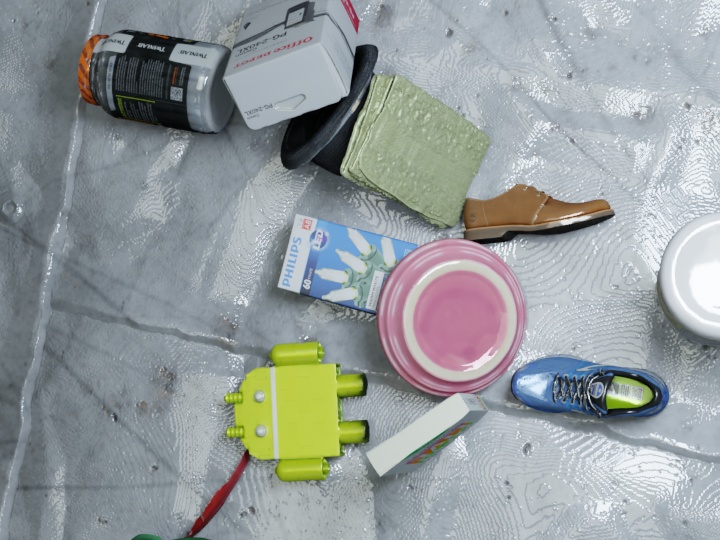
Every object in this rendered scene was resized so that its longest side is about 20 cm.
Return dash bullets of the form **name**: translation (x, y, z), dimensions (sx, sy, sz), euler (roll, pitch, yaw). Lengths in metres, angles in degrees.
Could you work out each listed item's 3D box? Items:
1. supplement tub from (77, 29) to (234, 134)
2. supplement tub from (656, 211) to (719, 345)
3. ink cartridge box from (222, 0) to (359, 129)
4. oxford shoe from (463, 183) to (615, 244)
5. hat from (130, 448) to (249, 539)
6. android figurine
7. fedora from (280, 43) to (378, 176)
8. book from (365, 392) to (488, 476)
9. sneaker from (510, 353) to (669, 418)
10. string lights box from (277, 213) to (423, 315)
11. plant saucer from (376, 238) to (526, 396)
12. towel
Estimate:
- **supplement tub**: translation (-0.278, -0.261, 1.688), dimensions (0.197, 0.122, 0.125), euler (11, 87, 13)
- **supplement tub**: translation (0.426, 0.014, 1.461), dimensions (0.143, 0.200, 0.148), euler (-1, 84, 13)
- **ink cartridge box**: translation (-0.087, -0.286, 1.601), dimensions (0.143, 0.201, 0.084), euler (-17, 124, 17)
- **oxford shoe**: translation (0.227, -0.079, 1.583), dimensions (0.197, 0.071, 0.073), euler (-5, 82, 14)
- **hat**: translation (-0.202, 0.386, 1.664), dimensions (0.166, 0.175, 0.200), euler (50, 134, 11)
- **android figurine**: translation (-0.087, 0.189, 1.645), dimensions (0.197, 0.041, 0.185), euler (-2, 84, 11)
- **fedora**: translation (-0.018, -0.197, 1.628), dimensions (0.091, 0.201, 0.201), euler (38, 95, -23)
- **book**: translation (0.087, 0.197, 1.521), dimensions (0.133, 0.200, 0.048), euler (-35, 78, 8)
- **sneaker**: translation (0.285, 0.144, 1.538), dimensions (0.197, 0.089, 0.080), euler (1, 84, 13)
- **string lights box**: translation (0.000, 0.000, 1.632), dimensions (0.197, 0.059, 0.104), euler (14, 89, 14)
- **plant saucer**: translation (0.121, 0.061, 1.564), dimensions (0.197, 0.051, 0.204), euler (-1, 93, -12)
- **towel**: translation (0.072, -0.153, 1.585), dimensions (0.036, 0.198, 0.150), euler (22, 88, 59)
